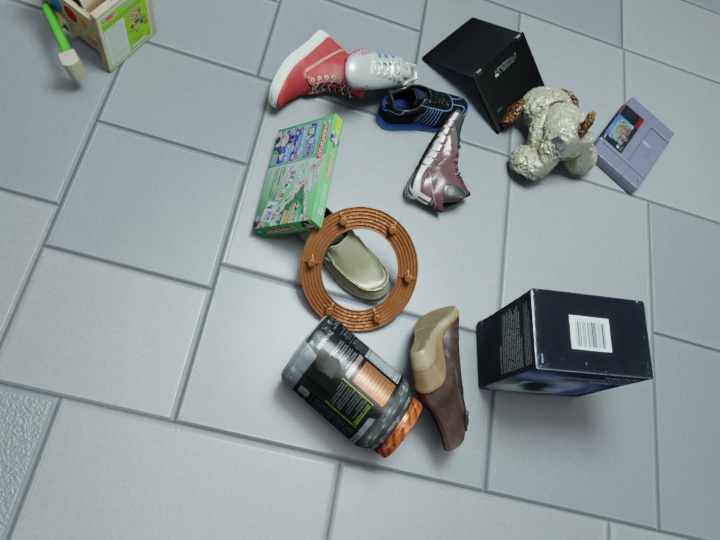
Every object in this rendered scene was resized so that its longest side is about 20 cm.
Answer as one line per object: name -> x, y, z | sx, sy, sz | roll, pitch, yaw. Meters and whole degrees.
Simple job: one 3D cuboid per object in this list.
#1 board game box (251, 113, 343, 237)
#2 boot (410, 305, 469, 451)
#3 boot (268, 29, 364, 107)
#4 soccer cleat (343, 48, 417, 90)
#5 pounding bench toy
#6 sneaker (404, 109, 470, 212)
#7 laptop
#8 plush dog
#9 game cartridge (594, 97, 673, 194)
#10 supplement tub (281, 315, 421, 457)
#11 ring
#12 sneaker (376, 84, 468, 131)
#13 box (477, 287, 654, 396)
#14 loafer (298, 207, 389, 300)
board game box -> -0.105, -0.160, 0.946 | 0.029, 0.131, 0.206 | 38, 56, -48
boot -> 0.137, 0.165, 0.909 | 0.200, 0.071, 0.170 | -45, 117, -58
boot -> -0.071, -0.348, 1.052 | 0.143, 0.073, 0.202 | 37, 62, 0
soccer cleat -> 0.042, -0.370, 1.033 | 0.084, 0.072, 0.199 | 7, 20, 28
pounding bench toy -> -0.478, -0.438, 0.952 | 0.154, 0.125, 0.202 | 35, 66, 1
sneaker -> 0.171, -0.195, 1.058 | 0.114, 0.076, 0.203 | 32, 76, -5
laptop -> 0.265, -0.420, 1.193 | 0.187, 0.115, 0.203 | -42, 112, -24
plush dog -> 0.378, -0.293, 1.104 | 0.194, 0.162, 0.175 | -11, 57, -16
game cartridge -> 0.581, -0.273, 1.205 | 0.129, 0.038, 0.200 | 43, 66, 0
supplement tub -> -0.011, 0.175, 0.840 | 0.199, 0.123, 0.123 | 40, 66, 3
ring -> 0.000, 0.000, 0.908 | 0.194, 0.019, 0.207 | -1, 100, -6
sneaker -> 0.129, -0.318, 1.083 | 0.194, 0.078, 0.072 | -12, 72, -17
box -> 0.315, 0.125, 0.897 | 0.194, 0.199, 0.127 | 7, 70, -11
loafer -> -0.028, -0.031, 0.942 | 0.199, 0.068, 0.076 | 41, 66, 4
